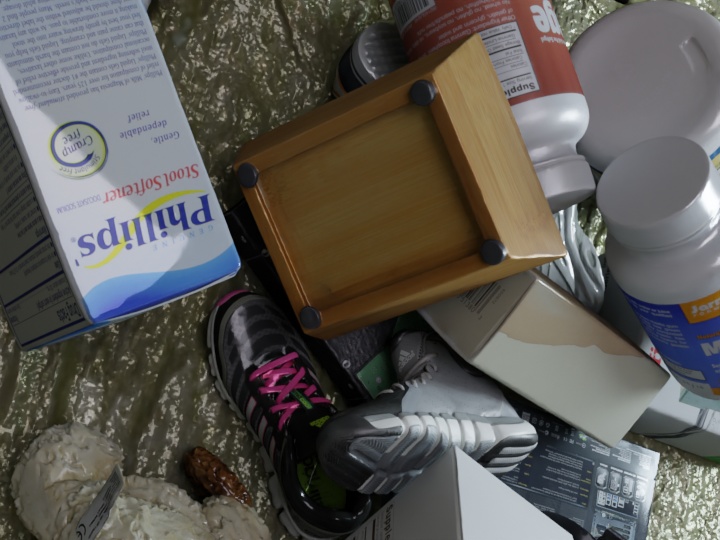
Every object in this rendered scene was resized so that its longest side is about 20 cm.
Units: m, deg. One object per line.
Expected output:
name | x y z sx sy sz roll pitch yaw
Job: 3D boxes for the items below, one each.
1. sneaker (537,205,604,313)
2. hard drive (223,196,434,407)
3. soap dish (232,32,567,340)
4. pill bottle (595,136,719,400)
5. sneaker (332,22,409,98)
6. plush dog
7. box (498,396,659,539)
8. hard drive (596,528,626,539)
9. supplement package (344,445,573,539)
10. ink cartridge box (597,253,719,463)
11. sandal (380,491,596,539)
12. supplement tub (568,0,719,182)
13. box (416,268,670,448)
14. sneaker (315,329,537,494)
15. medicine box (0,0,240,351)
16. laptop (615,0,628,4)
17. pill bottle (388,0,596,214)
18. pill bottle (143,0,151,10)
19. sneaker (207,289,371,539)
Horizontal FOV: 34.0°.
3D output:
sneaker | 0.132 -0.045 0.971 0.099 0.078 0.201 -16 88 -24
hard drive | 0.000 0.000 0.913 0.140 0.038 0.200 -42 101 -27
soap dish | 0.018 -0.047 0.798 0.081 0.200 0.158 -28 96 -61
pill bottle | 0.247 -0.001 0.863 0.200 0.112 0.112 50 60 -40
sneaker | 0.064 -0.108 0.935 0.200 0.079 0.078 43 60 -7
plush dog | -0.121 0.199 0.767 0.172 0.160 0.201 11 75 -50
box | 0.143 0.197 0.948 0.200 0.051 0.158 20 72 -25
hard drive | 0.169 0.305 0.887 0.200 0.038 0.140 -53 128 -2
supplement package | 0.040 0.241 0.788 0.121 0.200 0.120 39 22 -17
ink cartridge box | 0.294 0.078 1.030 0.200 0.084 0.146 20 72 -23
sandal | 0.106 0.204 0.873 0.200 0.043 0.076 24 72 -23
supplement tub | 0.253 -0.116 0.965 0.200 0.144 0.145 31 63 -60
box | 0.138 0.052 0.891 0.200 0.095 0.078 32 100 -43
sneaker | 0.030 0.092 0.836 0.200 0.075 0.116 10 42 -44
medicine box | -0.183 -0.063 0.742 0.103 0.182 0.201 -22 92 -29
laptop | 0.173 -0.304 0.950 0.200 0.187 0.116 23 105 -39
pill bottle | 0.099 -0.137 0.853 0.112 0.112 0.201 -14 81 -29
pill bottle | -0.150 -0.267 0.834 0.111 0.111 0.200 33 68 -20
sneaker | -0.044 0.104 0.843 0.074 0.087 0.200 -22 92 -29
